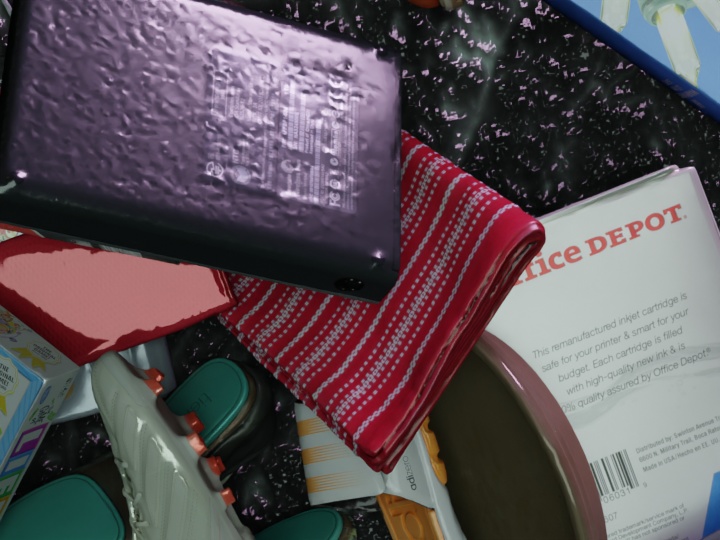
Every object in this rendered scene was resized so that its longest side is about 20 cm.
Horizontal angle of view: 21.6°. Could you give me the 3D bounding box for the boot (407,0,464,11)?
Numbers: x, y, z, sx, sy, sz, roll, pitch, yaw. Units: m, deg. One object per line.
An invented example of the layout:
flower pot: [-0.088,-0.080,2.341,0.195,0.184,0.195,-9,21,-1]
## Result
boot: [-0.017,-0.215,1.009,0.107,0.075,0.201,-27,84,4]

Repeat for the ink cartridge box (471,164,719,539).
ink cartridge box: [0.137,0.061,1.009,0.145,0.084,0.202,-20,92,-3]

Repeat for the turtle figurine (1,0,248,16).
turtle figurine: [-0.129,-0.139,0.998,0.199,0.101,0.150,35,102,-11]

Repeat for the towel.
towel: [0.000,0.000,0.966,0.022,0.200,0.145,31,94,-39]

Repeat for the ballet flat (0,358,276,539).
ballet flat: [-0.123,0.128,1.020,0.199,0.068,0.068,-36,56,-1]

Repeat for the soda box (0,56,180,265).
soda box: [-0.178,-0.064,0.981,0.198,0.071,0.064,11,52,14]

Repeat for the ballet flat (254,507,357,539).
ballet flat: [-0.079,0.203,1.036,0.199,0.074,0.075,-30,93,3]

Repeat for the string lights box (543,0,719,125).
string lights box: [0.182,-0.152,1.014,0.199,0.059,0.103,34,91,-2]

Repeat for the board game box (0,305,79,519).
board game box: [-0.255,0.050,0.981,0.199,0.034,0.135,36,110,15]

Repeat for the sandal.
sandal: [0.009,0.118,0.979,0.059,0.079,0.208,-21,84,-28]

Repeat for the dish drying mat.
dish drying mat: [-0.170,0.018,1.009,0.198,0.018,0.077,-20,90,2]

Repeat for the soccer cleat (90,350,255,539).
soccer cleat: [-0.092,0.136,0.957,0.077,0.069,0.201,-30,98,-2]

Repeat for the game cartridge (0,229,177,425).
game cartridge: [-0.212,0.027,1.035,0.198,0.042,0.134,-14,97,1]

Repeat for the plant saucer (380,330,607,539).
plant saucer: [0.062,0.111,0.972,0.029,0.200,0.202,-21,93,-28]

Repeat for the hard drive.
hard drive: [-0.076,-0.070,0.918,0.198,0.033,0.141,13,59,-19]

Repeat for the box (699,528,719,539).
box: [0.234,0.173,0.987,0.199,0.159,0.046,-28,51,1]
